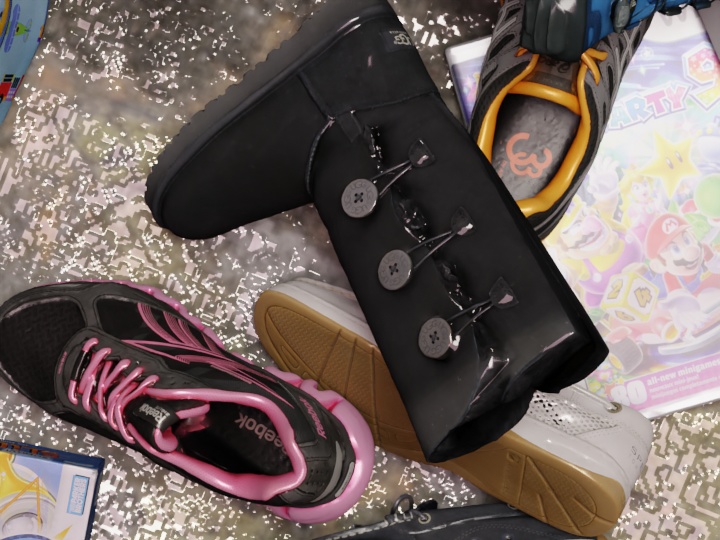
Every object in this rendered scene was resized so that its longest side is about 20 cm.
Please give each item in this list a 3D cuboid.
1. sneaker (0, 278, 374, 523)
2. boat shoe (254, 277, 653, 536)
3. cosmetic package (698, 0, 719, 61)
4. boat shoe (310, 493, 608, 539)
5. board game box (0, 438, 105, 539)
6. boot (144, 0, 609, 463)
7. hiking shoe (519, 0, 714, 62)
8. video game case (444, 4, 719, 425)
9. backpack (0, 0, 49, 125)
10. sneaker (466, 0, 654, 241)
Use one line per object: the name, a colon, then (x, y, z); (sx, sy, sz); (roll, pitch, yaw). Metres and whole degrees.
sneaker: (-0.093, 0.058, 1.020); (0.200, 0.095, 0.079); (21, 97, 15)
boat shoe: (0.045, 0.052, 1.047); (0.200, 0.071, 0.069); (29, 54, 11)
cosmetic package: (0.231, -0.068, 1.033); (0.082, 0.051, 0.200); (-25, 94, -16)
boat shoe: (0.027, 0.148, 1.051); (0.199, 0.062, 0.075); (-6, 120, 0)
board game box: (-0.209, 0.178, 1.069); (0.135, 0.034, 0.201); (11, 94, -1)
boot: (0.000, -0.001, 0.984); (0.165, 0.066, 0.200); (-43, 68, 31)
hiking shoe: (0.139, -0.145, 0.931); (0.087, 0.200, 0.075); (25, 136, 22)
video game case: (0.136, -0.031, 1.061); (0.143, 0.018, 0.200); (-16, 94, 2)
backpack: (-0.250, -0.127, 0.999); (0.200, 0.135, 0.183); (26, 95, -5)
sneaker: (0.094, -0.102, 1.009); (0.078, 0.077, 0.200); (14, 92, 1)
